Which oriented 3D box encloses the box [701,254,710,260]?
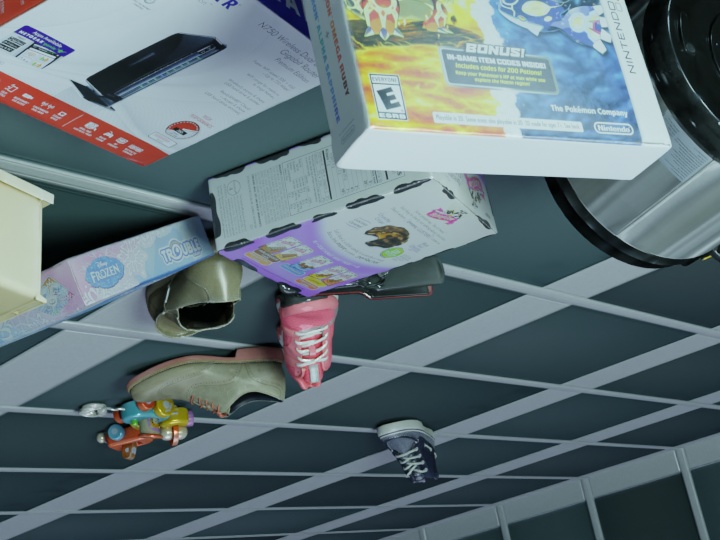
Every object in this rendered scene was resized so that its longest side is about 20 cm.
[{"bbox_3d":[0.410,-0.089,1.161,0.159,0.050,0.200,-21,160,2],"label":"box"}]

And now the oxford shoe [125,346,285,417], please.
[{"bbox_3d":[-0.189,0.146,1.451,0.198,0.075,0.071,-10,161,-4],"label":"oxford shoe"}]

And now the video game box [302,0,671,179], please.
[{"bbox_3d":[0.064,-0.143,0.653,0.199,0.184,0.047,-1,154,-29],"label":"video game box"}]

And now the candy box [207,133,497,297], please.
[{"bbox_3d":[-0.003,-0.055,1.018,0.199,0.072,0.168,-18,159,19],"label":"candy box"}]

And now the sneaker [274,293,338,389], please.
[{"bbox_3d":[-0.053,0.079,1.330,0.073,0.087,0.200,-10,160,-7],"label":"sneaker"}]

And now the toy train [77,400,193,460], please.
[{"bbox_3d":[-0.311,0.225,1.628,0.149,0.056,0.200,-12,161,1],"label":"toy train"}]

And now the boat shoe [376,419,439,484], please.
[{"bbox_3d":[0.091,0.322,2.062,0.074,0.093,0.200,-19,159,20],"label":"boat shoe"}]

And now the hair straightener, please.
[{"bbox_3d":[0.000,0.000,1.232,0.198,0.041,0.077,2,156,-22],"label":"hair straightener"}]

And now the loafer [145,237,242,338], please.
[{"bbox_3d":[-0.166,0.032,1.165,0.075,0.068,0.200,-4,159,-21],"label":"loafer"}]

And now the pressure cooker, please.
[{"bbox_3d":[0.229,-0.101,0.871,0.177,0.177,0.200,3,152,-26],"label":"pressure cooker"}]

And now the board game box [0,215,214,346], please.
[{"bbox_3d":[-0.257,0.021,1.010,0.198,0.044,0.200,-23,-177,26],"label":"board game box"}]

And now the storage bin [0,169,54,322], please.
[{"bbox_3d":[-0.366,-0.016,0.854,0.197,0.094,0.200,-21,153,26],"label":"storage bin"}]

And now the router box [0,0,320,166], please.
[{"bbox_3d":[-0.133,-0.146,0.728,0.178,0.049,0.200,-21,158,24],"label":"router box"}]
